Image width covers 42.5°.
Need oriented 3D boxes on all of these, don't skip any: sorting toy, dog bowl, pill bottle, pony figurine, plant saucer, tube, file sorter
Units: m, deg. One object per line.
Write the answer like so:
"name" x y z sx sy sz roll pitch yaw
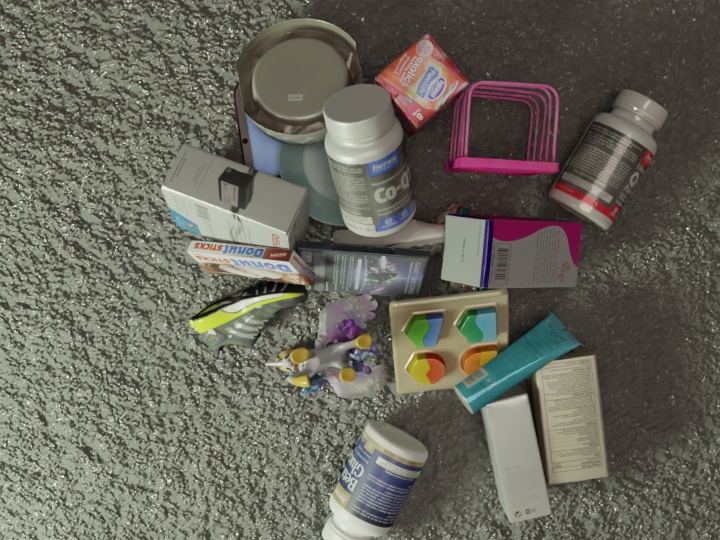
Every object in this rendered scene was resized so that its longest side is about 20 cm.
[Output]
"sorting toy" 0.143 0.119 1.451 0.184 0.037 0.201 -7 127 -1
"dog bowl" -0.088 -0.277 1.385 0.199 0.059 0.201 -2 68 5
"pill bottle" 0.018 0.353 1.485 0.111 0.111 0.201 26 95 -4
"pony figurine" -0.042 0.130 1.436 0.192 0.200 0.167 -12 90 -15
"plant saucer" -0.028 -0.170 1.437 0.200 0.039 0.202 -1 95 -7
"pill bottle" 0.386 -0.173 1.430 0.110 0.111 0.201 30 96 -5
"tube" 0.239 0.144 1.429 0.200 0.078 0.050 -34 141 -5
"pill bottle" 0.012 -0.156 1.320 0.113 0.114 0.201 -14 133 0
"file sorter" 0.209 -0.209 1.379 0.138 0.200 0.126 4 94 -2

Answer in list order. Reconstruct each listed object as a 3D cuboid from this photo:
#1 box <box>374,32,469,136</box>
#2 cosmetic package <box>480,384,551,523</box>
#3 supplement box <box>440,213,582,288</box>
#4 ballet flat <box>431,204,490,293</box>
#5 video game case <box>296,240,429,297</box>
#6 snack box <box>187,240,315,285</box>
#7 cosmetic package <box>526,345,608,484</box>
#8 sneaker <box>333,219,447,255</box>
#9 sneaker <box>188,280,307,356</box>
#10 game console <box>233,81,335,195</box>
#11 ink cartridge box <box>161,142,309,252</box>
"box" 0.086 -0.269 1.367 0.100 0.200 0.096 -39 93 3
"cosmetic package" 0.245 0.288 1.488 0.071 0.101 0.201 -13 98 0
"supplement box" 0.231 -0.030 1.405 0.199 0.103 0.102 1 97 -34
"ballet flat" 0.167 -0.007 1.476 0.064 0.076 0.201 -16 93 32
"video game case" 0.000 0.000 1.434 0.199 0.143 0.019 3 63 -2
"snack box" -0.167 -0.012 1.409 0.199 0.072 0.024 6 63 32
"cosmetic package" 0.330 0.230 1.489 0.103 0.087 0.201 -7 96 -2
"sneaker" 0.051 -0.057 1.440 0.199 0.076 0.081 -8 72 15
"sneaker" -0.169 0.073 1.467 0.199 0.074 0.081 -20 108 17
"game console" -0.102 -0.214 1.455 0.176 0.031 0.201 -7 97 0
"ink cartridge box" -0.181 -0.094 1.387 0.199 0.145 0.084 21 70 6
